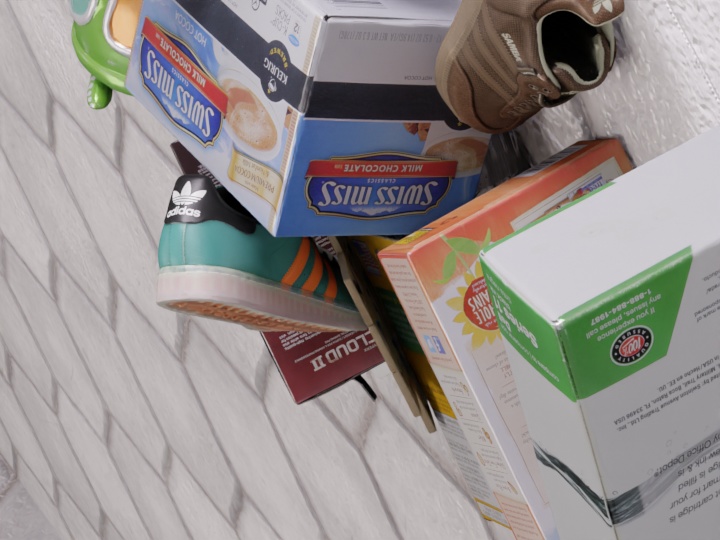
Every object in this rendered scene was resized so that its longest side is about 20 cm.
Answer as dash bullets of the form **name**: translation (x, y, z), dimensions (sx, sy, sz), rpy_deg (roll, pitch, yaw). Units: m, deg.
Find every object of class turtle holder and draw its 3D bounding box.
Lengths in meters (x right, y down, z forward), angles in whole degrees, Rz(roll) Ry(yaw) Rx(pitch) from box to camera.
- **turtle holder**: translation (-0.115, -0.195, 1.856), dimensions (0.140, 0.186, 0.132), rpy_deg (16, 128, 20)

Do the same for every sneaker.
- **sneaker**: translation (0.088, -0.108, 1.424), dimensions (0.076, 0.070, 0.200), rpy_deg (55, 164, 19)
- **sneaker**: translation (-0.050, -0.008, 1.621), dimensions (0.200, 0.071, 0.080), rpy_deg (17, -106, -63)

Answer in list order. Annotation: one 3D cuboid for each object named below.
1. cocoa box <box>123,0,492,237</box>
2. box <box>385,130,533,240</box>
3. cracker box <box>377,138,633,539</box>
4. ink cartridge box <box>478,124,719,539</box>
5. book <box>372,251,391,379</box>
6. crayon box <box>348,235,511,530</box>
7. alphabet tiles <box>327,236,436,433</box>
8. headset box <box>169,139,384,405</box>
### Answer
- **cocoa box**: translation (-0.026, -0.119, 1.577), dimensions (0.200, 0.133, 0.132), rpy_deg (44, 127, 48)
- **box**: translation (0.076, 0.001, 1.692), dimensions (0.158, 0.050, 0.200), rpy_deg (62, 165, -2)
- **cracker box**: translation (0.114, 0.048, 1.490), dimensions (0.201, 0.133, 0.058), rpy_deg (64, 165, -8)
- **ink cartridge box**: translation (0.155, 0.055, 1.346), dimensions (0.083, 0.146, 0.201), rpy_deg (43, 156, 52)
- **book**: translation (0.017, -0.005, 1.896), dimensions (0.134, 0.048, 0.200), rpy_deg (59, 161, 3)
- **crayon box**: translation (0.073, 0.056, 1.606), dimensions (0.201, 0.051, 0.126), rpy_deg (64, 165, -15)
- **alphabet tiles**: translation (0.000, 0.000, 1.671), dimensions (0.200, 0.006, 0.167), rpy_deg (-106, -11, -62)
- **headset box**: translation (-0.040, -0.005, 1.785), dimensions (0.201, 0.077, 0.149), rpy_deg (63, -177, 1)
